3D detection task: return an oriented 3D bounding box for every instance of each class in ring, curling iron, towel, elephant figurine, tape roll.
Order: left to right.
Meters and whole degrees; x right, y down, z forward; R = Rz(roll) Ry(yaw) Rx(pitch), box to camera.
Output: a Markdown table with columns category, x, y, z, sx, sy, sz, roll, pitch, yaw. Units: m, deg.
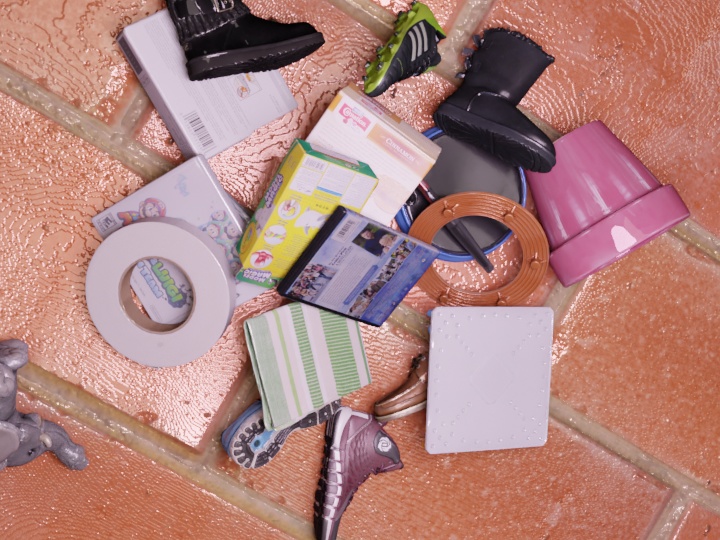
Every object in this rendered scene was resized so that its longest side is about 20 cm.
| category | x | y | z | sx | sy | sz | roll | pitch | yaw |
| --- | --- | --- | --- | --- | --- | --- | --- | --- | --- |
| elephant figurine | -0.469 | 0.202 | 1.315 | 0.155 | 0.142 | 0.201 | -2 | 111 | 18 |
| tape roll | -0.264 | 0.030 | 1.345 | 0.202 | 0.037 | 0.204 | 2 | 106 | 8 |
| towel | -0.067 | 0.113 | 1.358 | 0.200 | 0.023 | 0.153 | -20 | 101 | -46 |
| curling iron | 0.115 | -0.067 | 1.416 | 0.200 | 0.026 | 0.050 | 42 | 106 | -15 |
| ring | 0.160 | -0.019 | 1.409 | 0.200 | 0.019 | 0.201 | 6 | 126 | 8 |

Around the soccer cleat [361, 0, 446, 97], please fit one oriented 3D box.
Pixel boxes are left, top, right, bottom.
| category | x | y | z | sx | sy | sz | roll | pitch | yaw |
| --- | --- | --- | --- | --- | --- | --- | --- | --- | --- |
| soccer cleat | 0.065 | -0.289 | 1.373 | 0.081 | 0.067 | 0.200 | 43 | 48 | -17 |

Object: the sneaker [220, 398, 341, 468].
| category | x | y | z | sx | sy | sz | roll | pitch | yaw |
| --- | --- | --- | --- | --- | --- | --- | --- | --- | --- |
| sneaker | -0.112 | 0.188 | 1.398 | 0.200 | 0.090 | 0.079 | -32 | 112 | -28 |

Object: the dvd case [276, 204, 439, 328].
| category | x | y | z | sx | sy | sz | roll | pitch | yaw |
| --- | --- | --- | --- | --- | --- | --- | --- | --- | --- |
| dvd case | 0.000 | 0.000 | 1.347 | 0.200 | 0.018 | 0.143 | 21 | 114 | -46 |

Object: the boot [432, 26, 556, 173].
| category | x | y | z | sx | sy | sz | roll | pitch | yaw |
| --- | --- | --- | --- | --- | --- | --- | --- | --- | --- |
| boot | 0.211 | -0.237 | 1.391 | 0.198 | 0.073 | 0.163 | 28 | 74 | 25 |

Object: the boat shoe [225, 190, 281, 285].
| category | x | y | z | sx | sy | sz | roll | pitch | yaw |
| --- | --- | --- | --- | --- | --- | --- | --- | --- | --- |
| boat shoe | -0.125 | -0.035 | 1.387 | 0.201 | 0.070 | 0.072 | 37 | 93 | -7 |

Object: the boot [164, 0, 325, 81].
| category | x | y | z | sx | sy | sz | roll | pitch | yaw |
| --- | --- | --- | --- | --- | --- | --- | --- | --- | --- |
| boot | -0.156 | -0.347 | 1.346 | 0.211 | 0.079 | 0.158 | -16 | 89 | -30 |

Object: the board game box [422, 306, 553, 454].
| category | x | y | z | sx | sy | sz | roll | pitch | yaw |
| --- | --- | --- | --- | --- | --- | --- | --- | --- | --- |
| board game box | 0.178 | 0.150 | 1.423 | 0.199 | 0.026 | 0.201 | 1 | 93 | -26 |

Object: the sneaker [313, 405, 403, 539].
| category | x | y | z | sx | sy | sz | roll | pitch | yaw |
| --- | --- | --- | --- | --- | --- | --- | --- | --- | --- |
| sneaker | 0.002 | 0.295 | 1.430 | 0.115 | 0.076 | 0.201 | 9 | 91 | -14 |

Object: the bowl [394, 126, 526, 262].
| category | x | y | z | sx | sy | sz | roll | pitch | yaw |
| --- | --- | --- | --- | --- | --- | --- | --- | --- | --- |
| bowl | 0.143 | -0.111 | 1.450 | 0.200 | 0.039 | 0.201 | -1 | 93 | -10 |

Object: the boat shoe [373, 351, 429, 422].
| category | x | y | z | sx | sy | sz | roll | pitch | yaw |
| --- | --- | --- | --- | --- | --- | --- | --- | --- | --- |
| boat shoe | 0.097 | 0.147 | 1.442 | 0.200 | 0.072 | 0.068 | -26 | 98 | -22 |

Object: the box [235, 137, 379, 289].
| category | x | y | z | sx | sy | sz | roll | pitch | yaw |
| --- | --- | --- | --- | --- | --- | --- | --- | --- | --- |
| box | -0.075 | -0.060 | 1.299 | 0.117 | 0.048 | 0.200 | 17 | 115 | -32 |

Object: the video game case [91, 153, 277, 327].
| category | x | y | z | sx | sy | sz | roll | pitch | yaw |
| --- | --- | --- | --- | --- | --- | --- | --- | --- | --- |
| video game case | -0.236 | -0.026 | 1.356 | 0.182 | 0.024 | 0.200 | -28 | 98 | 16 |

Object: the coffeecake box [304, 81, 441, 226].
| category | x | y | z | sx | sy | sz | roll | pitch | yaw |
| --- | --- | --- | --- | --- | --- | --- | --- | --- | --- |
| coffeecake box | -0.013 | -0.122 | 1.355 | 0.153 | 0.073 | 0.200 | 36 | 113 | -3 |

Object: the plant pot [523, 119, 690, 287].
| category | x | y | z | sx | sy | sz | roll | pitch | yaw |
| --- | --- | --- | --- | --- | --- | --- | --- | --- | --- |
| plant pot | 0.326 | -0.101 | 1.418 | 0.200 | 0.200 | 0.179 | -29 | 83 | -8 |

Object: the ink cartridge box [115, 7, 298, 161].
| category | x | y | z | sx | sy | sz | roll | pitch | yaw |
| --- | --- | --- | --- | --- | --- | --- | --- | --- | --- |
| ink cartridge box | -0.205 | -0.266 | 1.375 | 0.173 | 0.044 | 0.200 | -34 | 99 | -30 |
